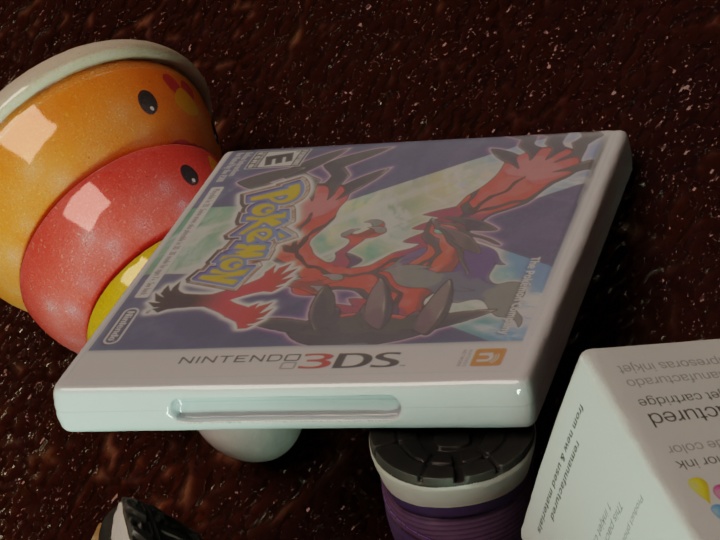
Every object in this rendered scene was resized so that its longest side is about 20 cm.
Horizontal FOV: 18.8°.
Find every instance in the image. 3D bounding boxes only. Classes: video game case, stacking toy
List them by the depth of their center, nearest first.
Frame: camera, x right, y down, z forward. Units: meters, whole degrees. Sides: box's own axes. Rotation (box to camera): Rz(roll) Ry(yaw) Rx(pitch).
[{"bbox_3d":[0.000,0.000,0.843,0.181,0.023,0.200,-2,28,19],"label":"video game case"},{"bbox_3d":[-0.085,0.008,0.967,0.146,0.146,0.200,-44,61,6],"label":"stacking toy"}]

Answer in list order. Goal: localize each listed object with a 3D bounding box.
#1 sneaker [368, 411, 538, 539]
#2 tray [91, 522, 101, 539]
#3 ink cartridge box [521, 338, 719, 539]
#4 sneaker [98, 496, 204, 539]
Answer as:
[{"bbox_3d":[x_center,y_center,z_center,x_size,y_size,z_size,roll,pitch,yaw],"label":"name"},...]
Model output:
[{"bbox_3d":[0.035,0.061,0.837,0.075,0.088,0.200,-4,27,8],"label":"sneaker"},{"bbox_3d":[-0.049,0.167,0.860,0.199,0.037,0.099,6,65,44],"label":"tray"},{"bbox_3d":[0.155,0.112,0.632,0.201,0.145,0.083,-118,33,-46],"label":"ink cartridge box"},{"bbox_3d":[-0.074,0.168,0.802,0.079,0.074,0.201,-37,43,21],"label":"sneaker"}]
